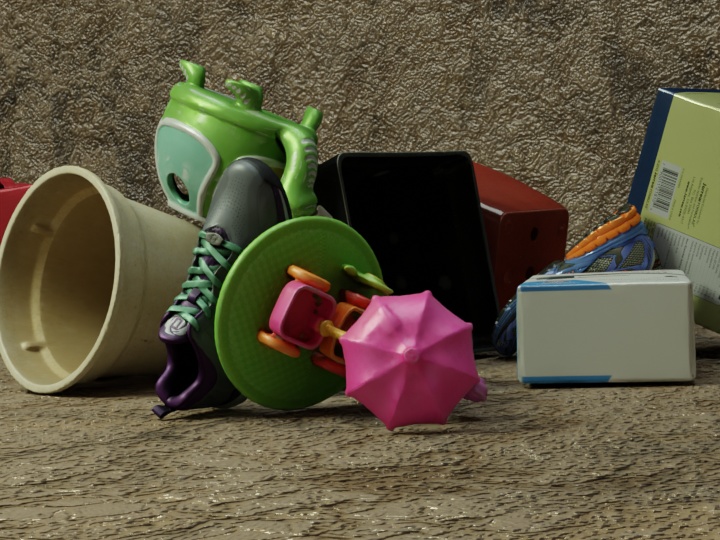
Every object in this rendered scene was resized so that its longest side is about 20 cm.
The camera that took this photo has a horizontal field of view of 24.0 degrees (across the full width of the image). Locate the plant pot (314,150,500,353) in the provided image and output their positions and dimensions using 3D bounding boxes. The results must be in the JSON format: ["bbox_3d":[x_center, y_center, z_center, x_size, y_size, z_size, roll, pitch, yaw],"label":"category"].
[{"bbox_3d":[0.000,0.000,1.662,0.177,0.201,0.199,-14,-6,43],"label":"plant pot"}]

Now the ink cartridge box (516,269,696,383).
[{"bbox_3d":[0.212,0.046,1.457,0.144,0.085,0.200,-2,2,9],"label":"ink cartridge box"}]

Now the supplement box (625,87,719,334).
[{"bbox_3d":[0.368,-0.048,1.583,0.199,0.201,0.134,26,21,38],"label":"supplement box"}]

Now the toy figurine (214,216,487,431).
[{"bbox_3d":[0.022,0.063,1.221,0.200,0.151,0.184,27,-2,-38],"label":"toy figurine"}]

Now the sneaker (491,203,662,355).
[{"bbox_3d":[0.201,0.025,1.597,0.200,0.079,0.075,-42,-6,32],"label":"sneaker"}]

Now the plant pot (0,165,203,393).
[{"bbox_3d":[-0.204,0.021,1.545,0.183,0.202,0.200,11,-7,-43],"label":"plant pot"}]

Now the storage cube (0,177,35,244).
[{"bbox_3d":[-0.457,-0.002,1.996,0.179,0.201,0.171,-11,6,-24],"label":"storage cube"}]

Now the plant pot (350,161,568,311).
[{"bbox_3d":[0.110,-0.011,1.804,0.176,0.201,0.199,11,10,37],"label":"plant pot"}]

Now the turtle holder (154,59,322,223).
[{"bbox_3d":[-0.104,-0.102,1.558,0.185,0.132,0.141,23,6,15],"label":"turtle holder"}]

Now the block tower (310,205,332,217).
[{"bbox_3d":[-0.056,0.023,1.449,0.054,0.058,0.200,-38,17,30],"label":"block tower"}]

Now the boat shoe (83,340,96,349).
[{"bbox_3d":[-0.241,0.057,1.666,0.072,0.062,0.200,-1,13,21],"label":"boat shoe"}]

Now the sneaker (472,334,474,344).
[{"bbox_3d":[0.016,0.068,1.456,0.080,0.072,0.200,20,-16,-32],"label":"sneaker"}]

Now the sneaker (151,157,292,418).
[{"bbox_3d":[-0.107,0.017,1.267,0.074,0.201,0.087,20,19,32],"label":"sneaker"}]
